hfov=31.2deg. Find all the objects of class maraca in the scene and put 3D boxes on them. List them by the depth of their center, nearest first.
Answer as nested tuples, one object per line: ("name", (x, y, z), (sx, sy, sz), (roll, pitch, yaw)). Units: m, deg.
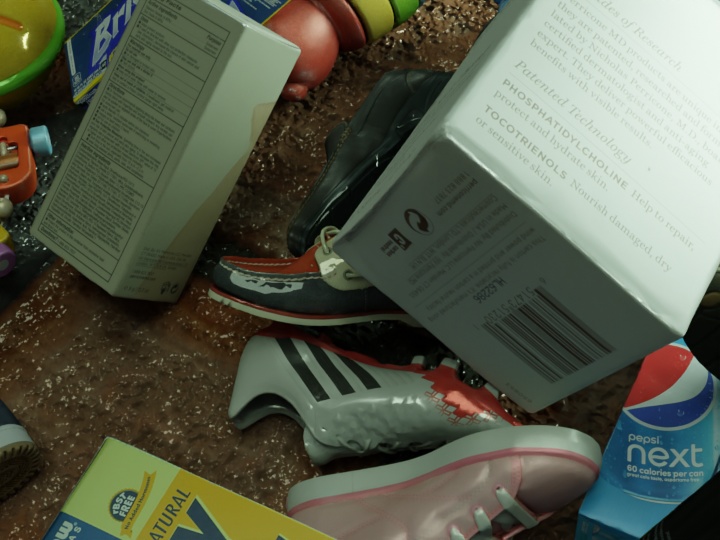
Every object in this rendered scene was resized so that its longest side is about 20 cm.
("maraca", (-0.312, -0.197, 1.023), (0.136, 0.108, 0.200), (-28, 51, -19))

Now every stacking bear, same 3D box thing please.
("stacking bear", (-0.011, -0.221, 1.003), (0.121, 0.114, 0.200), (44, 78, -7))

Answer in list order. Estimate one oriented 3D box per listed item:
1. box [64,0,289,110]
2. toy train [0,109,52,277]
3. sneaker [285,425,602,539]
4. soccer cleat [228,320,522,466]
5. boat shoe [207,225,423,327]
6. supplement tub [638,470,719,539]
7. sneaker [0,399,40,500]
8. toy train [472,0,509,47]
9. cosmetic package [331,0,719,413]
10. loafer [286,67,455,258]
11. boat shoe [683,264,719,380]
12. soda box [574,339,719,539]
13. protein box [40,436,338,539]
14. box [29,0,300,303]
("box", (-0.131, -0.193, 0.966), (0.199, 0.064, 0.071), (-35, 50, 22))
("toy train", (-0.315, -0.034, 0.945), (0.197, 0.056, 0.151), (-17, 54, -9))
("sneaker", (0.048, 0.159, 0.735), (0.198, 0.075, 0.106), (-17, 54, 22))
("soccer cleat", (0.007, 0.091, 0.814), (0.198, 0.069, 0.086), (18, 68, 22))
("boat shoe", (0.000, 0.000, 0.839), (0.197, 0.064, 0.071), (3, 17, -14))
("supplement tub", (0.182, 0.182, 0.648), (0.200, 0.122, 0.123), (-45, 54, 19))
("sneaker", (-0.314, 0.130, 0.816), (0.199, 0.070, 0.109), (-29, 62, -22))
("toy train", (0.142, -0.168, 0.944), (0.113, 0.087, 0.202), (26, 57, -13))
("cosmetic package", (0.119, -0.060, 0.750), (0.166, 0.167, 0.201), (38, 60, -5))
("loafer", (0.003, -0.076, 0.930), (0.072, 0.073, 0.200), (20, 50, 30))
("boat shoe", (0.257, 0.059, 0.737), (0.075, 0.201, 0.074), (-19, 28, 40))
("soda box", (0.196, 0.089, 0.787), (0.063, 0.068, 0.201), (20, 60, 19))
("protein box", (-0.060, 0.218, 0.646), (0.196, 0.201, 0.136), (20, 60, 19))
("box", (-0.134, -0.089, 0.882), (0.094, 0.077, 0.202), (34, 101, 26))
